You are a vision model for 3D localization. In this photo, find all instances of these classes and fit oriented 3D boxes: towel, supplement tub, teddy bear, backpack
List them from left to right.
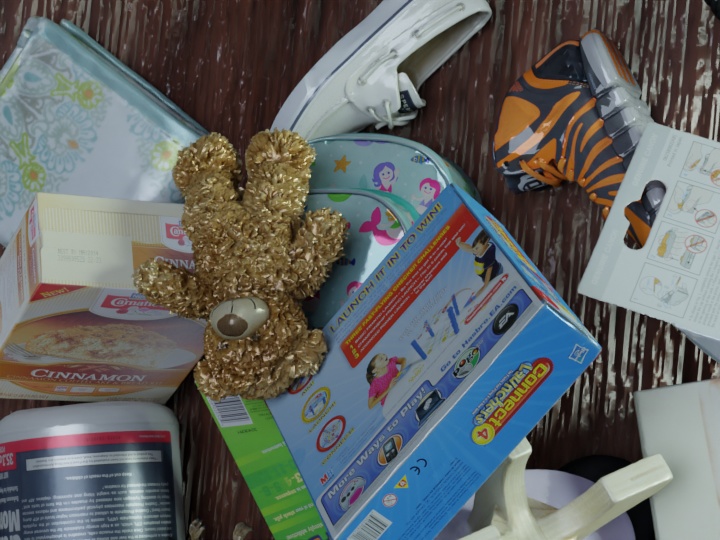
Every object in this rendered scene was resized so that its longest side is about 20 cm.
[{"bbox_3d":[-0.225,-0.084,1.805,0.200,0.048,0.171,38,101,20],"label":"towel"},{"bbox_3d":[-0.199,0.203,1.713,0.140,0.140,0.201,-7,82,20],"label":"supplement tub"},{"bbox_3d":[-0.078,-0.013,1.552,0.145,0.067,0.200,12,63,6],"label":"teddy bear"},{"bbox_3d":[0.000,0.000,1.661,0.177,0.151,0.201,3,81,22],"label":"backpack"}]

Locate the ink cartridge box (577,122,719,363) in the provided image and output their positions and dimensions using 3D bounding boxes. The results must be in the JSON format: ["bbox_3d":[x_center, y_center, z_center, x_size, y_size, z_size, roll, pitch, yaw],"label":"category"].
[{"bbox_3d":[0.266,-0.004,1.552,0.200,0.057,0.163,15,56,17],"label":"ink cartridge box"}]

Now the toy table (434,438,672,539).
[{"bbox_3d":[0.109,0.178,1.494,0.200,0.117,0.184,-33,76,-30],"label":"toy table"}]

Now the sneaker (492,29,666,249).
[{"bbox_3d":[0.166,-0.064,1.645,0.112,0.078,0.200,-30,64,20],"label":"sneaker"}]

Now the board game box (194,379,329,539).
[{"bbox_3d":[-0.036,0.147,1.639,0.095,0.030,0.200,-9,117,29],"label":"board game box"}]

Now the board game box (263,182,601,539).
[{"bbox_3d":[0.040,0.067,1.474,0.200,0.056,0.196,-49,27,9],"label":"board game box"}]

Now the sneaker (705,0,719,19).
[{"bbox_3d":[0.272,-0.193,1.604,0.200,0.071,0.098,32,94,19],"label":"sneaker"}]

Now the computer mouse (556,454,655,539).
[{"bbox_3d":[0.131,0.215,1.617,0.138,0.053,0.200,44,94,4],"label":"computer mouse"}]

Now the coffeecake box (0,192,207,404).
[{"bbox_3d":[-0.185,0.025,1.664,0.200,0.153,0.073,130,139,-55],"label":"coffeecake box"}]

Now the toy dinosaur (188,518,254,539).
[{"bbox_3d":[-0.103,0.251,1.691,0.058,0.200,0.101,11,49,47],"label":"toy dinosaur"}]

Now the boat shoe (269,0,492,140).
[{"bbox_3d":[0.017,-0.141,1.708,0.200,0.071,0.070,-44,69,4],"label":"boat shoe"}]

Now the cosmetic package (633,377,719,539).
[{"bbox_3d":[0.251,0.176,1.565,0.087,0.103,0.201,-10,82,17],"label":"cosmetic package"}]
